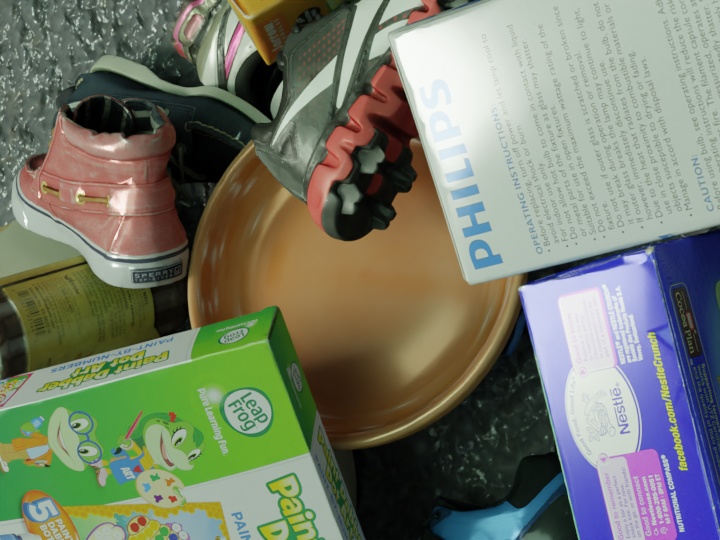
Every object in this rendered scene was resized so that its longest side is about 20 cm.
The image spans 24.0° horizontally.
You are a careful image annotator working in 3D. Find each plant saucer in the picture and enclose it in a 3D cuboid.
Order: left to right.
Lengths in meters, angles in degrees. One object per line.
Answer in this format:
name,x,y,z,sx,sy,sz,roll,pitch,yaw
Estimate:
plant saucer,0.000,0.000,0.924,0.199,0.037,0.202,-7,72,22

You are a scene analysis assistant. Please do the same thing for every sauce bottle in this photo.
sauce bottle,-0.147,0.019,1.009,0.064,0.199,0.065,21,119,45

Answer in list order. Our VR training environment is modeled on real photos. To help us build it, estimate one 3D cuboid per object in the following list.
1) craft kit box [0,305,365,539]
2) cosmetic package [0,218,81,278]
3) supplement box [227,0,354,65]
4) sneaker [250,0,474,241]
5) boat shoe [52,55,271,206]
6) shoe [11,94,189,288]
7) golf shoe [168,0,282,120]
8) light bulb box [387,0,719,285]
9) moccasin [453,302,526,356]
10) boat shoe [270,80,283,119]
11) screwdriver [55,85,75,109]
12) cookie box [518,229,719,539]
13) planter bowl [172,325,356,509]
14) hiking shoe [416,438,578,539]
craft kit box,-0.103,0.137,0.893,0.196,0.049,0.201,-16,111,10
cosmetic package,-0.224,0.040,1.053,0.071,0.199,0.106,26,131,33
supplement box,0.014,-0.195,0.925,0.199,0.067,0.069,-29,71,1
sneaker,0.011,-0.120,0.893,0.098,0.071,0.201,32,91,26
boat shoe,-0.117,-0.082,1.055,0.199,0.075,0.062,25,63,35
shoe,-0.157,-0.063,1.003,0.200,0.071,0.092,31,127,56
golf shoe,-0.033,-0.179,1.013,0.092,0.072,0.200,49,126,19
light bulb box,0.156,-0.091,0.783,0.199,0.198,0.126,-15,95,35
moccasin,0.004,-0.007,0.981,0.199,0.068,0.081,18,100,34
boat shoe,0.036,-0.114,0.966,0.199,0.072,0.069,-27,71,22
screwdriver,-0.147,-0.040,1.127,0.028,0.029,0.201,-40,76,28
cookie box,0.170,0.068,0.770,0.075,0.199,0.173,-16,87,38
planter bowl,-0.120,0.134,1.026,0.199,0.134,0.202,1,91,35
hiking shoe,0.054,0.174,0.950,0.199,0.074,0.087,-31,66,21
